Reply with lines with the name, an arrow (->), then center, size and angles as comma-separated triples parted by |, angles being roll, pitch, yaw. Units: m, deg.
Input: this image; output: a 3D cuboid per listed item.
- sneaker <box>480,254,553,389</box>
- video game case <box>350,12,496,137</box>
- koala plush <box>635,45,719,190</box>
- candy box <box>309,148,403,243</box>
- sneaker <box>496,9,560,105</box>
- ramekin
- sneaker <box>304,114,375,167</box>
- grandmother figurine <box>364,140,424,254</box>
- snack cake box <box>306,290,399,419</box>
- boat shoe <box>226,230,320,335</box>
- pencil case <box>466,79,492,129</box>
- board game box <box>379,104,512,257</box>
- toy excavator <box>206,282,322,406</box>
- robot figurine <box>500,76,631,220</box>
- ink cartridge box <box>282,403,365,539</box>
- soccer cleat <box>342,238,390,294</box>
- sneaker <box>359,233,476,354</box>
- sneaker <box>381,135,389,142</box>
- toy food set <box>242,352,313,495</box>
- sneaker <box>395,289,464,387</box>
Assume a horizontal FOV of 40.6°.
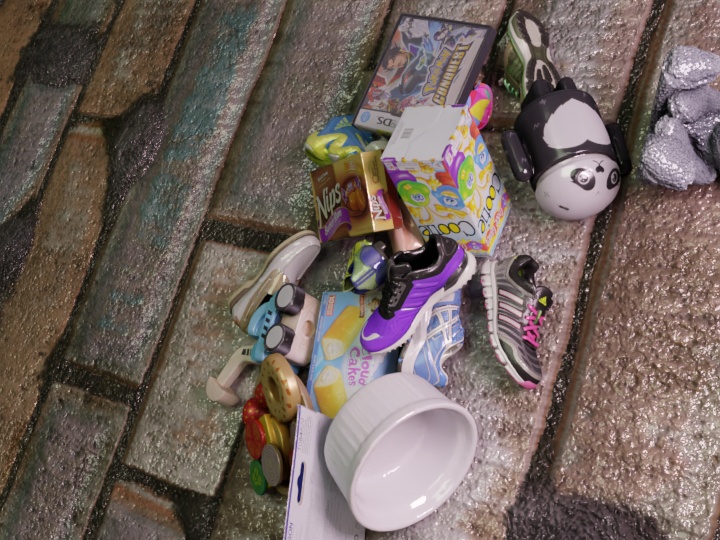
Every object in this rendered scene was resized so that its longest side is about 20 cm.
sneaker -> 0.223, 0.060, 1.320 | 0.087, 0.073, 0.202 | -28, 51, 27
video game case -> 0.094, -0.293, 1.492 | 0.179, 0.025, 0.202 | 20, 83, 39
koala plush -> 0.464, -0.164, 1.233 | 0.197, 0.184, 0.180 | 14, 85, 15
candy box -> -0.010, -0.110, 1.480 | 0.199, 0.056, 0.119 | -6, 94, 63
sneaker -> 0.250, -0.293, 1.485 | 0.089, 0.076, 0.203 | -40, 47, 52
ramekin -> 0.048, 0.234, 1.284 | 0.201, 0.200, 0.098 | -51, 44, 3
sneaker -> 0.004, -0.201, 1.585 | 0.198, 0.076, 0.106 | 27, 73, 28
grandmother figurine -> 0.054, -0.103, 1.473 | 0.120, 0.060, 0.203 | -24, 78, 31
snack cake box -> -0.009, 0.135, 1.444 | 0.114, 0.067, 0.203 | -3, 68, 33
boat shoe -> -0.130, 0.023, 1.577 | 0.200, 0.074, 0.069 | -46, 55, 18
pencil case -> 0.120, -0.285, 1.537 | 0.199, 0.088, 0.089 | 35, 90, 41
board game box -> 0.126, -0.124, 1.376 | 0.102, 0.201, 0.106 | 4, 54, 34
toy excavator -> -0.149, 0.123, 1.538 | 0.198, 0.099, 0.197 | -2, 67, 47
robot figurine -> 0.285, -0.169, 1.347 | 0.149, 0.125, 0.203 | -22, 64, 21
ink cartridge box -> -0.054, 0.301, 1.313 | 0.040, 0.200, 0.202 | -7, 64, 30
soccer cleat -> 0.000, -0.001, 1.434 | 0.083, 0.200, 0.065 | -40, 94, -7
sneaker -> 0.057, 0.023, 1.337 | 0.200, 0.099, 0.070 | -45, 40, 8
sneaker -> 0.107, -0.185, 1.508 | 0.199, 0.079, 0.079 | 24, 82, 37
toy food set -> -0.121, 0.234, 1.428 | 0.200, 0.048, 0.200 | -43, 58, 51
sneaker -> 0.118, 0.075, 1.397 | 0.076, 0.076, 0.202 | 20, 77, 11
